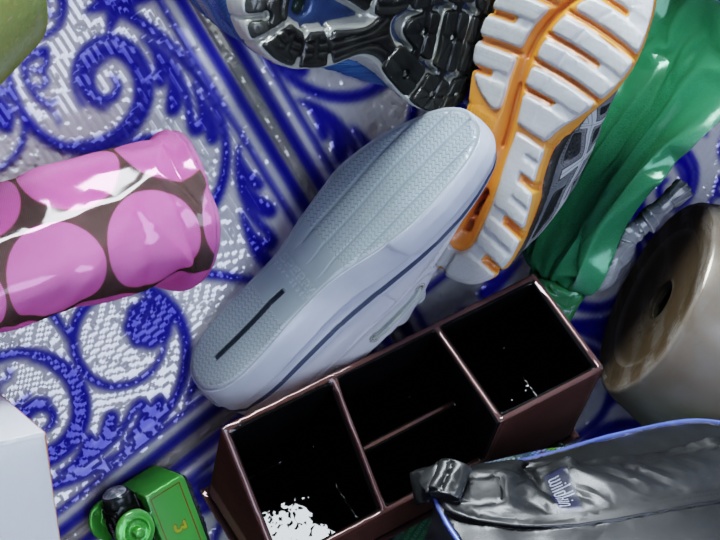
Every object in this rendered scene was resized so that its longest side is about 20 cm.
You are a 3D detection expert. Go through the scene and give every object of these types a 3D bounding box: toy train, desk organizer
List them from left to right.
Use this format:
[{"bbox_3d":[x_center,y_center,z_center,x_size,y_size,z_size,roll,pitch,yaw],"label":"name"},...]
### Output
[{"bbox_3d":[-0.086,0.194,1.134,0.056,0.042,0.201,-30,114,-29],"label":"toy train"},{"bbox_3d":[0.023,0.084,1.120,0.199,0.072,0.077,-25,156,-23],"label":"desk organizer"}]

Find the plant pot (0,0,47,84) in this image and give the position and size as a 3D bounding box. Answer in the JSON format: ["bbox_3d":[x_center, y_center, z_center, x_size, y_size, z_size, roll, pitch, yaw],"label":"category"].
[{"bbox_3d":[-0.242,-0.097,0.918,0.184,0.200,0.201,-43,117,-25],"label":"plant pot"}]

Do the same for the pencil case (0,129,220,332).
[{"bbox_3d":[-0.167,-0.002,1.023,0.199,0.094,0.091,-18,64,-22],"label":"pencil case"}]

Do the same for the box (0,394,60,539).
[{"bbox_3d":[-0.199,0.164,1.021,0.097,0.124,0.201,-13,108,-24],"label":"box"}]

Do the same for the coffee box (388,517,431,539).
[{"bbox_3d":[0.068,0.207,1.210,0.200,0.044,0.123,35,85,-28],"label":"coffee box"}]

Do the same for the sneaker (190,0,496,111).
[{"bbox_3d":[-0.009,-0.134,1.076,0.200,0.089,0.079,12,102,-49],"label":"sneaker"}]

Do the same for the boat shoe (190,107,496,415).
[{"bbox_3d":[0.000,0.000,1.109,0.200,0.074,0.067,-41,135,13],"label":"boat shoe"}]

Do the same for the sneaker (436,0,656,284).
[{"bbox_3d":[0.096,-0.089,1.122,0.201,0.078,0.077,-60,162,20],"label":"sneaker"}]

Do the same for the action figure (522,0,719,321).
[{"bbox_3d":[0.142,-0.056,1.167,0.055,0.118,0.201,22,100,-41],"label":"action figure"}]

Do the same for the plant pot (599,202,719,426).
[{"bbox_3d":[0.235,0.050,1.193,0.173,0.200,0.201,27,89,-13],"label":"plant pot"}]

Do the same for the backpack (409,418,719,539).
[{"bbox_3d":[0.142,0.174,1.091,0.199,0.183,0.147,-15,142,-21],"label":"backpack"}]
